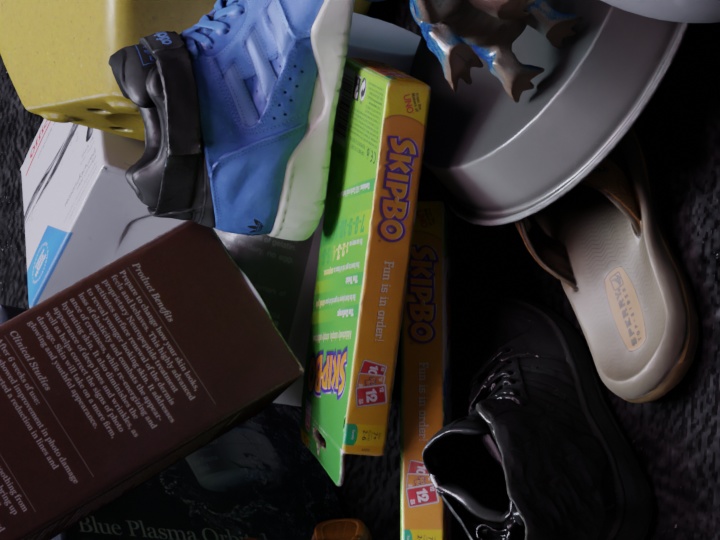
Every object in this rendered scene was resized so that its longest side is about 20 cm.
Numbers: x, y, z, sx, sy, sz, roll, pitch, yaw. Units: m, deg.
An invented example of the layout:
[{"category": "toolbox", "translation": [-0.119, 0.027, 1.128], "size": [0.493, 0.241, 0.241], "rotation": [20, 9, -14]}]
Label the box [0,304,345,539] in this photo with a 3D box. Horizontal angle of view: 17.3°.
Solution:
[{"category": "box", "translation": [-0.121, 0.140, 1.317], "size": [0.118, 0.196, 0.200], "rotation": [-52, 44, 32]}]

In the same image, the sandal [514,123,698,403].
[{"category": "sandal", "translation": [0.106, -0.025, 1.162], "size": [0.080, 0.054, 0.200], "rotation": [-47, 47, 37]}]

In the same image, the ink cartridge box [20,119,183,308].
[{"category": "ink cartridge box", "translation": [-0.162, -0.066, 1.495], "size": [0.116, 0.068, 0.200], "rotation": [-59, 25, 27]}]

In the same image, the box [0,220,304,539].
[{"category": "box", "translation": [-0.140, 0.065, 1.187], "size": [0.100, 0.200, 0.075], "rotation": [57, 155, 7]}]

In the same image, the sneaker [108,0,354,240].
[{"category": "sneaker", "translation": [-0.066, -0.119, 1.179], "size": [0.077, 0.111, 0.201], "rotation": [-137, 54, -73]}]

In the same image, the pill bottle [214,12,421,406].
[{"category": "pill bottle", "translation": [-0.029, -0.037, 1.291], "size": [0.114, 0.113, 0.201], "rotation": [35, 115, 52]}]

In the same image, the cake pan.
[{"category": "cake pan", "translation": [0.089, -0.119, 1.172], "size": [0.200, 0.037, 0.201], "rotation": [-42, 32, 34]}]

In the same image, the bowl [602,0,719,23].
[{"category": "bowl", "translation": [0.141, -0.181, 1.064], "size": [0.090, 0.200, 0.202], "rotation": [106, 154, -56]}]

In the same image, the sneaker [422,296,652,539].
[{"category": "sneaker", "translation": [0.072, 0.079, 1.141], "size": [0.060, 0.104, 0.200], "rotation": [-58, 41, 29]}]

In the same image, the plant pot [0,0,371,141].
[{"category": "plant pot", "translation": [-0.106, -0.177, 1.367], "size": [0.194, 0.195, 0.201], "rotation": [-2, 79, 54]}]

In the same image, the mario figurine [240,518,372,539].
[{"category": "mario figurine", "translation": [-0.024, 0.230, 1.234], "size": [0.123, 0.106, 0.201], "rotation": [-2, 103, 26]}]

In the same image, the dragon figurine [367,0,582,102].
[{"category": "dragon figurine", "translation": [0.036, -0.133, 1.082], "size": [0.099, 0.200, 0.059], "rotation": [44, 109, 24]}]

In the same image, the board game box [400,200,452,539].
[{"category": "board game box", "translation": [0.034, 0.055, 1.223], "size": [0.096, 0.030, 0.201], "rotation": [71, -164, -76]}]

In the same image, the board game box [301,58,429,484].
[{"category": "board game box", "translation": [0.000, 0.000, 1.183], "size": [0.096, 0.030, 0.201], "rotation": [-138, 57, -72]}]
